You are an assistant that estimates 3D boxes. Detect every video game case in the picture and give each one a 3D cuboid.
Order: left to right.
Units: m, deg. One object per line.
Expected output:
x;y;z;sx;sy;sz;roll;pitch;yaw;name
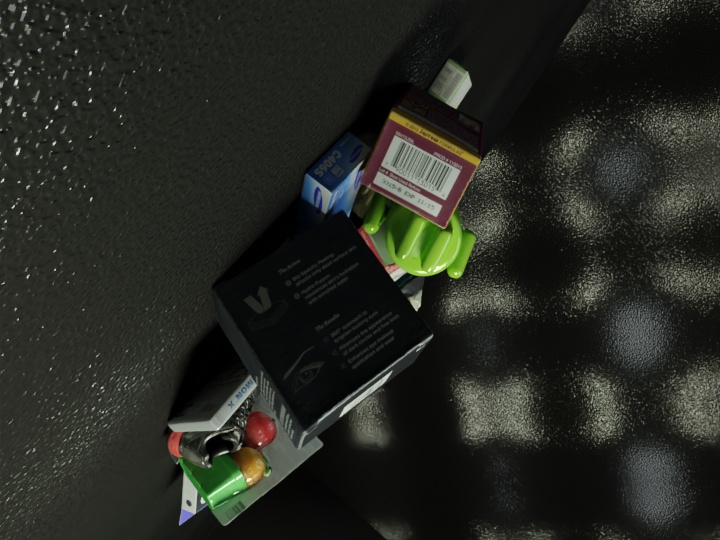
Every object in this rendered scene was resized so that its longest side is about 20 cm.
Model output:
-0.178;0.151;0.904;0.183;0.022;0.198;-50;-166;-31;video game case

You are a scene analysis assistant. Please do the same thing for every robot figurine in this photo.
0.094;-0.067;0.960;0.201;0.171;0.118;-78;-167;-69;robot figurine

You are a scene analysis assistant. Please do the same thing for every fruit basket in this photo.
-0.188;0.293;1.045;0.197;0.184;0.096;-29;136;-32;fruit basket

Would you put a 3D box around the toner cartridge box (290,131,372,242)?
-0.046;-0.085;0.870;0.096;0.043;0.201;-51;172;-31;toner cartridge box

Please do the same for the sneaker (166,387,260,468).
-0.200;0.223;0.990;0.200;0.096;0.072;-44;144;-30;sneaker

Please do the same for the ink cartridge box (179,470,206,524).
-0.256;0.368;1.223;0.196;0.043;0.206;-25;133;-53;ink cartridge box

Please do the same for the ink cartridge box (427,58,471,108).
0.142;-0.284;1.147;0.147;0.047;0.200;-56;170;11;ink cartridge box

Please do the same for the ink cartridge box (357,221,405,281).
0.000;0.000;1.092;0.199;0.084;0.145;-39;167;35;ink cartridge box

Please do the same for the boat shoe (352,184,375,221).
0.046;-0.174;1.034;0.073;0.062;0.203;20;105;-55;boat shoe

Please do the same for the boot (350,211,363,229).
0.038;-0.119;1.149;0.202;0.077;0.139;-54;168;-10;boot

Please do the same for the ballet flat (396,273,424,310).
0.065;0.064;1.175;0.198;0.073;0.074;-34;163;-35;ballet flat

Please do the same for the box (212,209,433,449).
-0.050;0.071;0.793;0.194;0.202;0.118;-32;165;-21;box

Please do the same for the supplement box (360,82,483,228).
0.088;-0.162;0.863;0.105;0.128;0.201;-63;180;28;supplement box
